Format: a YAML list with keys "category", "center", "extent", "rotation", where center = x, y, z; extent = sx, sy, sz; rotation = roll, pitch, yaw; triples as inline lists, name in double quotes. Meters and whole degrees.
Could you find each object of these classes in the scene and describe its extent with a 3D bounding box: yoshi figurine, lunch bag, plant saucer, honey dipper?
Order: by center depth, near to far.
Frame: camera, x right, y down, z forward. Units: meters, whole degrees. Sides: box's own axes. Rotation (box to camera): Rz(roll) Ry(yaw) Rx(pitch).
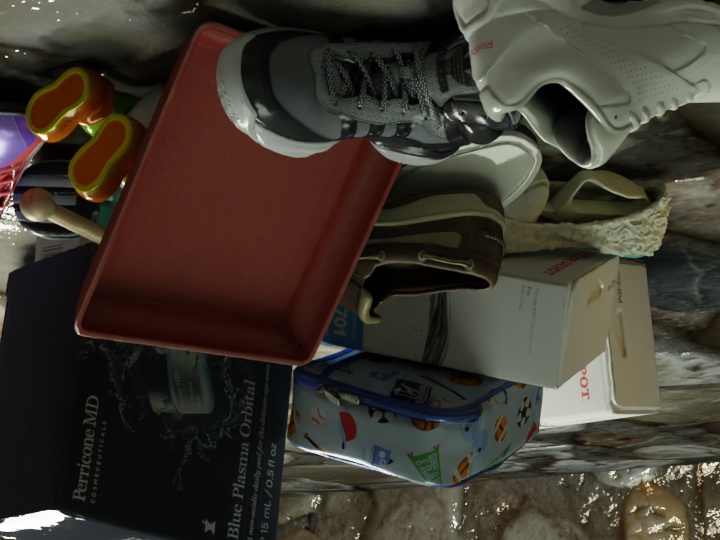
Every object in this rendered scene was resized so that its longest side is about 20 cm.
- category: "plant saucer"
  center: [-0.071, -0.045, 1.018]
  extent: [0.200, 0.200, 0.037]
  rotation: [12, -162, -46]
- category: "yoshi figurine"
  center: [-0.133, -0.058, 1.075]
  extent: [0.112, 0.113, 0.200]
  rotation: [3, 172, 31]
- category: "honey dipper"
  center: [-0.148, -0.009, 1.135]
  extent: [0.200, 0.038, 0.038]
  rotation: [28, 151, -37]
- category: "lunch bag"
  center: [0.040, 0.098, 1.254]
  extent: [0.160, 0.076, 0.200]
  rotation: [15, -165, 29]

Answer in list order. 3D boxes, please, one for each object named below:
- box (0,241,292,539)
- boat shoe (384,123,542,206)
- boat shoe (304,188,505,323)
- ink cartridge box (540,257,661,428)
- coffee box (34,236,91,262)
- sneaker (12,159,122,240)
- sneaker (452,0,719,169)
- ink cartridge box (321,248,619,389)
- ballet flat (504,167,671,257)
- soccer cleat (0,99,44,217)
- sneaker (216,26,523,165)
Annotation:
- category: "box"
  center: [-0.162, 0.108, 1.214]
  extent: [0.200, 0.197, 0.117]
  rotation: [22, 154, -39]
- category: "boat shoe"
  center: [0.044, -0.063, 1.151]
  extent: [0.074, 0.060, 0.200]
  rotation: [33, 137, -27]
- category: "boat shoe"
  center: [-0.002, -0.003, 1.112]
  extent: [0.202, 0.075, 0.075]
  rotation: [-10, 152, 18]
- category: "ink cartridge box"
  center: [0.170, 0.073, 1.534]
  extent: [0.200, 0.146, 0.085]
  rotation: [-13, 168, 42]
- category: "coffee box"
  center: [-0.145, -0.008, 1.306]
  extent: [0.200, 0.080, 0.114]
  rotation: [-9, 161, 28]
- category: "sneaker"
  center: [-0.149, -0.053, 1.199]
  extent: [0.200, 0.075, 0.088]
  rotation: [7, -175, -8]
- category: "sneaker"
  center: [0.140, -0.101, 0.915]
  extent: [0.200, 0.100, 0.078]
  rotation: [5, 165, -25]
- category: "ink cartridge box"
  center: [0.081, 0.020, 1.263]
  extent: [0.200, 0.086, 0.146]
  rotation: [12, -167, 21]
- category: "ballet flat"
  center: [0.143, -0.052, 1.231]
  extent: [0.200, 0.072, 0.072]
  rotation: [2, 166, -21]
- category: "soccer cleat"
  center: [-0.253, -0.061, 1.102]
  extent: [0.068, 0.073, 0.200]
  rotation: [6, 165, -25]
- category: "sneaker"
  center: [0.019, -0.109, 0.937]
  extent: [0.114, 0.076, 0.200]
  rotation: [-15, 167, 42]
